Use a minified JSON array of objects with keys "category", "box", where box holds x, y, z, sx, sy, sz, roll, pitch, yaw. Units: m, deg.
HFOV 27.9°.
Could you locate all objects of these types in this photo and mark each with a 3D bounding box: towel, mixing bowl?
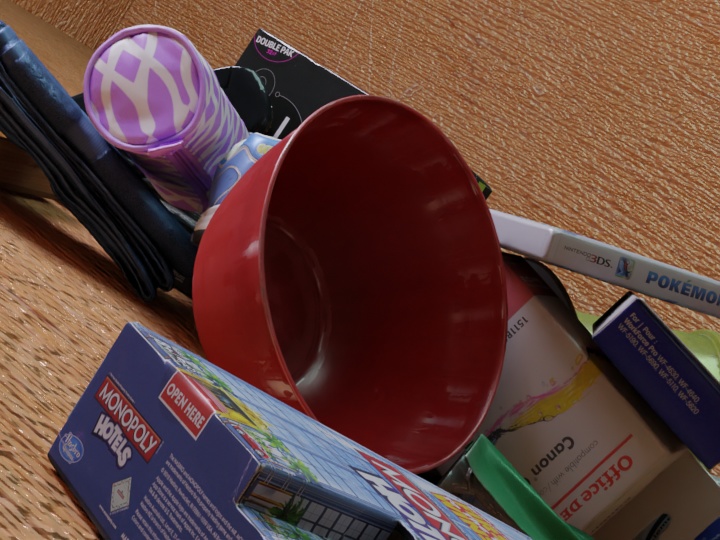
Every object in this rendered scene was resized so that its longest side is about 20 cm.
[{"category":"towel","box":[-0.181,-0.070,0.926,0.200,0.048,0.112,50,-2,-14]},{"category":"mixing bowl","box":[-0.019,0.014,0.795,0.108,0.202,0.199,-12,-30,41]}]

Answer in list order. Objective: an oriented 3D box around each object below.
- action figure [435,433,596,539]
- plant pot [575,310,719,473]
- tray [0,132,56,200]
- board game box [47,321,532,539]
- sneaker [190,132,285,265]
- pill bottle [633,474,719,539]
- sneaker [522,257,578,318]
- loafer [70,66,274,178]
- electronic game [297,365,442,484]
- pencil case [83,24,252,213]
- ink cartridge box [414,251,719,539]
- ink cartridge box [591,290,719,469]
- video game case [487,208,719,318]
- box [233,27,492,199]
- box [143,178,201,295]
[{"category":"action figure","box":[0.123,0.171,0.774,0.200,0.055,0.118,41,3,7]},{"category":"plant pot","box":[0.202,0.117,1.298,0.183,0.202,0.200,20,6,-9]},{"category":"tray","box":[-0.269,-0.094,0.955,0.098,0.037,0.200,35,5,10]},{"category":"board game box","box":[0.018,0.118,0.501,0.199,0.062,0.200,29,6,-41]},{"category":"sneaker","box":[-0.061,-0.038,0.939,0.075,0.078,0.200,19,-3,-3]},{"category":"pill bottle","box":[0.240,0.201,0.910,0.115,0.116,0.200,32,4,-11]},{"category":"sneaker","box":[0.069,0.043,1.030,0.071,0.108,0.200,66,-19,-11]},{"category":"loafer","box":[-0.160,-0.098,1.092,0.198,0.074,0.072,-8,-13,5]},{"category":"electronic game","box":[-0.016,0.070,0.951,0.199,0.042,0.200,39,10,-8]},{"category":"pencil case","box":[-0.121,-0.091,0.945,0.200,0.083,0.086,57,20,-78]},{"category":"ink cartridge box","box":[0.112,0.100,0.867,0.200,0.117,0.067,49,14,17]},{"category":"ink cartridge box","box":[0.179,0.060,0.843,0.100,0.039,0.200,49,6,7]},{"category":"video game case","box":[0.136,-0.011,0.927,0.181,0.022,0.200,16,4,-28]},{"category":"box","box":[-0.025,-0.070,1.161,0.199,0.149,0.124,34,1,28]},{"category":"box","box":[-0.101,0.000,1.119,0.199,0.044,0.160,33,4,-11]}]
